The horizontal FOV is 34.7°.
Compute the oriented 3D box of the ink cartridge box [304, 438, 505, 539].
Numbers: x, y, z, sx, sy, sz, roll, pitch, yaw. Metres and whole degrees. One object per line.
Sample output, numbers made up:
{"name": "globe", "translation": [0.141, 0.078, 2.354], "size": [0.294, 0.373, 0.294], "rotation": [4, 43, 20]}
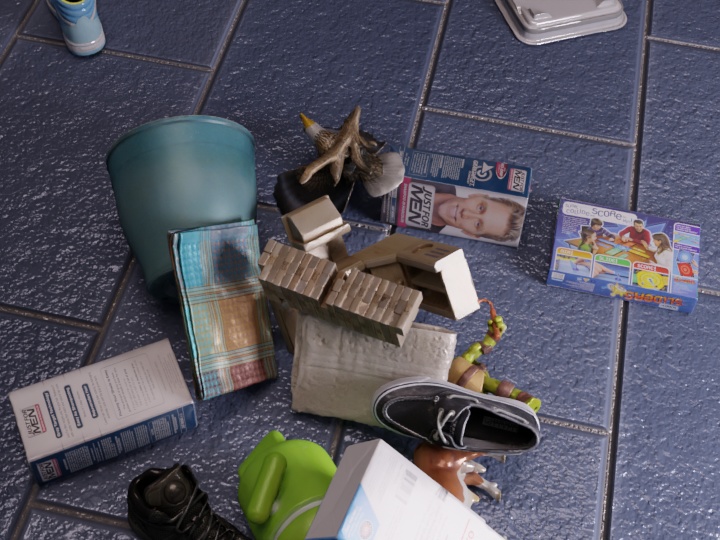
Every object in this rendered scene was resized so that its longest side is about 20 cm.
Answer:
{"name": "ink cartridge box", "translation": [0.052, 0.280, 1.189], "size": [0.200, 0.066, 0.117], "rotation": [41, 56, -19]}

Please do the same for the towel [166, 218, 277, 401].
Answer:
{"name": "towel", "translation": [-0.161, 0.043, 1.389], "size": [0.021, 0.203, 0.146], "rotation": [-8, 3, 38]}

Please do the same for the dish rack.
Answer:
{"name": "dish rack", "translation": [0.328, -0.454, 1.902], "size": [0.197, 0.044, 0.173], "rotation": [-14, 55, -11]}

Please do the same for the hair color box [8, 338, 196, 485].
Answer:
{"name": "hair color box", "translation": [-0.304, 0.166, 1.370], "size": [0.197, 0.061, 0.101], "rotation": [-18, 55, -16]}

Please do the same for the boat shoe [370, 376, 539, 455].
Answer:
{"name": "boat shoe", "translation": [0.108, 0.173, 1.318], "size": [0.197, 0.073, 0.068], "rotation": [12, 12, 2]}

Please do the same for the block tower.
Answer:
{"name": "block tower", "translation": [-0.026, 0.028, 1.349], "size": [0.198, 0.058, 0.054], "rotation": [19, 66, 20]}

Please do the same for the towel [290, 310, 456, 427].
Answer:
{"name": "towel", "translation": [0.012, 0.120, 1.383], "size": [0.197, 0.135, 0.034], "rotation": [10, 12, 14]}

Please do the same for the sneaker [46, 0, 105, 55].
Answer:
{"name": "sneaker", "translation": [-0.455, -0.447, 1.810], "size": [0.079, 0.131, 0.201], "rotation": [-21, 55, -16]}

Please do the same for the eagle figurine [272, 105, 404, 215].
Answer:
{"name": "eagle figurine", "translation": [-0.036, -0.150, 1.552], "size": [0.149, 0.200, 0.153], "rotation": [-10, 80, -13]}

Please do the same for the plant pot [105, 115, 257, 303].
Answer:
{"name": "plant pot", "translation": [-0.219, -0.067, 1.491], "size": [0.197, 0.201, 0.191], "rotation": [-9, 68, -9]}

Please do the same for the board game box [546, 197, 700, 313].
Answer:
{"name": "board game box", "translation": [0.359, -0.023, 1.569], "size": [0.197, 0.035, 0.137], "rotation": [12, 52, 7]}

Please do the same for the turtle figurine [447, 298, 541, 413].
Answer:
{"name": "turtle figurine", "translation": [0.130, 0.147, 1.411], "size": [0.200, 0.065, 0.161], "rotation": [-45, 63, -8]}

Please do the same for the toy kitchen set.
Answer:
{"name": "toy kitchen set", "translation": [0.000, 0.000, 1.408], "size": [0.198, 0.165, 0.180], "rotation": [-27, 19, -21]}

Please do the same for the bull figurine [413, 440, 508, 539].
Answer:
{"name": "bull figurine", "translation": [0.105, 0.279, 1.306], "size": [0.119, 0.066, 0.202], "rotation": [4, 53, -2]}

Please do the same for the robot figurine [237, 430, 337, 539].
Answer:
{"name": "robot figurine", "translation": [-0.063, 0.267, 1.260], "size": [0.116, 0.175, 0.200], "rotation": [-46, 40, 6]}

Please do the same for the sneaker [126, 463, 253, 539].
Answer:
{"name": "sneaker", "translation": [-0.178, 0.284, 1.261], "size": [0.198, 0.115, 0.076], "rotation": [31, 58, 18]}

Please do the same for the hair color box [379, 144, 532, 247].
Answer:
{"name": "hair color box", "translation": [0.129, -0.102, 1.581], "size": [0.197, 0.101, 0.061], "rotation": [10, 50, 6]}
